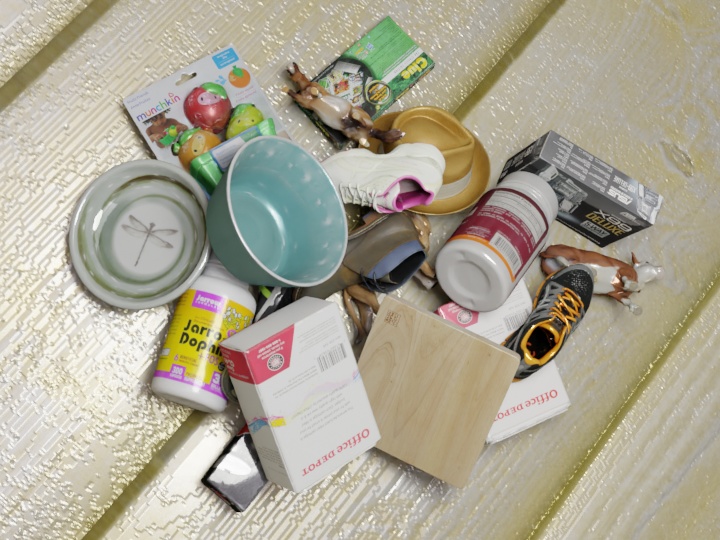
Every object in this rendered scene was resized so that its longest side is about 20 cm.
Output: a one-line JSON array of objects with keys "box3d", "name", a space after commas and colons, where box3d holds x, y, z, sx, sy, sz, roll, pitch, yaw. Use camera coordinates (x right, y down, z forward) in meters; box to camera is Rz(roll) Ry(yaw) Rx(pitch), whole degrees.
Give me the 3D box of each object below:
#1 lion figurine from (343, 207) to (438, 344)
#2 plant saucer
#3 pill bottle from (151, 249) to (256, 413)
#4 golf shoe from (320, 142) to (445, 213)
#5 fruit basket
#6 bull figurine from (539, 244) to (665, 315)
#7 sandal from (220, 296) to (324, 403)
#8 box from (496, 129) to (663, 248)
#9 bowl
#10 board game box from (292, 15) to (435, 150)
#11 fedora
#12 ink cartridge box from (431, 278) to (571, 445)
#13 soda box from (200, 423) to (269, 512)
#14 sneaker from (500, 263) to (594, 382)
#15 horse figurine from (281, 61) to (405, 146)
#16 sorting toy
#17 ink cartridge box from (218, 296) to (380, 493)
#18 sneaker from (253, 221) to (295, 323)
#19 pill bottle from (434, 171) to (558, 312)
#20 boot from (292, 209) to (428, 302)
[{"box3d": [0.034, 0.000, 1.619, 0.199, 0.073, 0.123, -40, 72, -13], "name": "lion figurine"}, {"box3d": [-0.286, -0.044, 1.525, 0.196, 0.050, 0.204, -2, 77, 7], "name": "plant saucer"}, {"box3d": [-0.200, 0.078, 1.519, 0.103, 0.104, 0.203, 19, 75, -12], "name": "pill bottle"}, {"box3d": [0.017, -0.117, 1.550, 0.196, 0.076, 0.092, -10, 43, 13], "name": "golf shoe"}, {"box3d": [-0.199, -0.196, 1.576, 0.183, 0.094, 0.202, -30, 86, -19], "name": "fruit basket"}, {"box3d": [0.362, 0.010, 1.702, 0.196, 0.122, 0.066, 10, 109, -7], "name": "bull figurine"}, {"box3d": [-0.112, 0.098, 1.519, 0.200, 0.057, 0.081, -33, 110, -31], "name": "sandal"}, {"box3d": [0.319, -0.116, 1.679, 0.198, 0.158, 0.050, 29, 73, -10], "name": "box"}, {"box3d": [-0.123, -0.061, 1.486, 0.199, 0.104, 0.204, 22, 56, -38], "name": "bowl"}, {"box3d": [0.006, -0.275, 1.676, 0.200, 0.024, 0.105, -42, 79, -18], "name": "board game box"}, {"box3d": [0.097, -0.174, 1.636, 0.197, 0.082, 0.204, 5, 58, -8], "name": "fedora"}, {"box3d": [0.193, 0.130, 1.636, 0.144, 0.085, 0.203, -19, 84, -19], "name": "ink cartridge box"}, {"box3d": [-0.124, 0.223, 1.537, 0.071, 0.063, 0.201, 41, 71, -6], "name": "soda box"}, {"box3d": [0.268, 0.071, 1.585, 0.078, 0.077, 0.201, 39, 71, -5], "name": "sneaker"}, {"box3d": [-0.032, -0.221, 1.588, 0.198, 0.133, 0.050, 31, 98, 0], "name": "horse figurine"}, {"box3d": [0.092, 0.155, 1.549, 0.196, 0.070, 0.203, 25, 108, 8], "name": "sorting toy"}, {"box3d": [-0.076, 0.155, 1.461, 0.146, 0.085, 0.203, -27, 110, -29], "name": "ink cartridge box"}, {"box3d": [-0.118, -0.015, 1.591, 0.081, 0.072, 0.203, 18, 73, 12], "name": "sneaker"}, {"box3d": [0.195, -0.045, 1.602, 0.114, 0.114, 0.200, 45, 50, -5], "name": "pill bottle"}, {"box3d": [0.000, 0.000, 1.557, 0.200, 0.075, 0.097, -42, 50, 1], "name": "boot"}]
